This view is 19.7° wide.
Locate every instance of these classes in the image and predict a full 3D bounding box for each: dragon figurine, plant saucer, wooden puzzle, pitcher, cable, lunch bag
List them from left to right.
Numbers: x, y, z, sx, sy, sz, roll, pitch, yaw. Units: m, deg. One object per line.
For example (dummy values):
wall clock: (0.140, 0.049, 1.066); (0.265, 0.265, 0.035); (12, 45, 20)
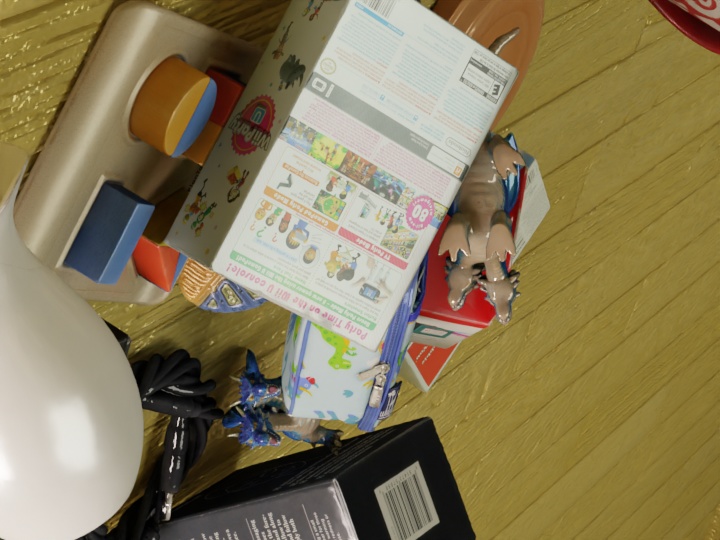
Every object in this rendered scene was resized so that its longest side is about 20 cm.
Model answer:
pitcher: (-0.210, 0.058, 1.088); (0.171, 0.121, 0.201); (-34, 123, -20)
cable: (-0.151, 0.132, 1.445); (0.163, 0.051, 0.201); (-50, 157, -24)
wooden puzzle: (-0.123, -0.059, 1.256); (0.186, 0.046, 0.200); (-62, 159, 7)
dragon figurine: (-0.067, 0.095, 1.550); (0.200, 0.099, 0.059); (-151, -102, -72)
lunch bag: (0.000, 0.000, 1.458); (0.201, 0.082, 0.162); (-84, -173, -54)
plant saucer: (0.088, -0.158, 1.628); (0.200, 0.032, 0.201); (-47, 155, -29)
dragon figurine: (0.079, -0.060, 1.397); (0.099, 0.058, 0.202); (-80, 168, -83)

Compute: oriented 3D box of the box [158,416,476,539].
box: (-0.042, 0.201, 1.562); (0.148, 0.199, 0.108); (-26, 97, -56)

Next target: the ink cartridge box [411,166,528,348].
ink cartridge box: (0.065, -0.013, 1.568); (0.200, 0.067, 0.117); (137, -35, -76)

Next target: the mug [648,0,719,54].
mug: (0.248, -0.254, 1.626); (0.133, 0.199, 0.179); (-34, 149, -49)

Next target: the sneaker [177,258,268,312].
sneaker: (-0.049, -0.058, 1.387); (0.200, 0.075, 0.088); (-48, -161, 17)

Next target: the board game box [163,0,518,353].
board game box: (-0.009, -0.071, 1.277); (0.147, 0.064, 0.201); (28, 89, -39)

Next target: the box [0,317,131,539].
box: (-0.235, 0.136, 1.262); (0.200, 0.047, 0.195); (-23, 136, -57)

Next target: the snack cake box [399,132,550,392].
snack cake box: (0.075, -0.009, 1.750); (0.201, 0.067, 0.115); (-55, 161, -10)
